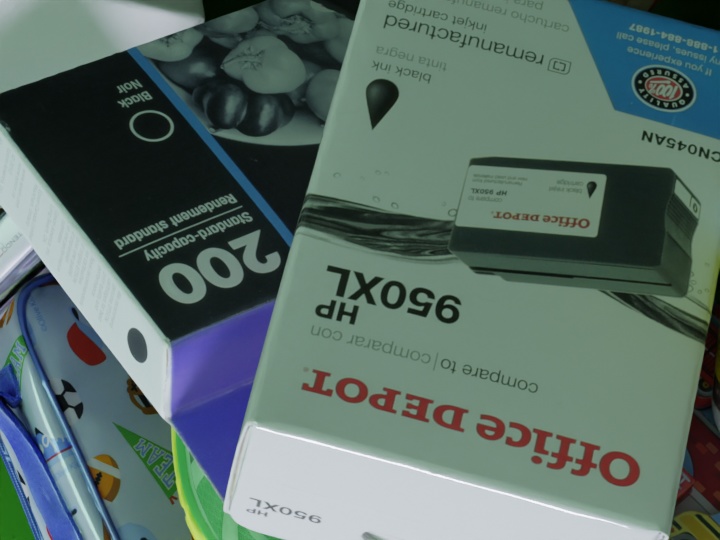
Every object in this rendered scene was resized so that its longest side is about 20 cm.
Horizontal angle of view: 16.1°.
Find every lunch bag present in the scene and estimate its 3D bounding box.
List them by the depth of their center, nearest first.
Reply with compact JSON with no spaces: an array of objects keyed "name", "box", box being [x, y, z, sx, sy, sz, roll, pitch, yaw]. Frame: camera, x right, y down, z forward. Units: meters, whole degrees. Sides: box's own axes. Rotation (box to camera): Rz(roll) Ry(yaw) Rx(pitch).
[{"name":"lunch bag","box":[-0.089,0.083,1.164,0.076,0.160,0.200,-42,70,48]}]

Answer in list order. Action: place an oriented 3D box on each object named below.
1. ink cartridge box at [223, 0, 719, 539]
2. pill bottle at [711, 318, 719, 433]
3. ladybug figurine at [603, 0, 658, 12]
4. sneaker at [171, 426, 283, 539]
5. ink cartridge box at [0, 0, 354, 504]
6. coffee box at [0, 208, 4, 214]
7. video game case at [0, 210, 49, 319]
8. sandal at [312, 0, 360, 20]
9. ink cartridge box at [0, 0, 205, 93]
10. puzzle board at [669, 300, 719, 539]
[{"name":"ink cartridge box","box":[0.047,0.003,0.886,0.084,0.145,0.200,105,179,-61]},{"name":"pill bottle","box":[0.179,-0.032,0.842,0.109,0.109,0.200,25,120,44]},{"name":"ladybug figurine","box":[0.080,-0.155,0.953,0.136,0.072,0.200,49,134,29]},{"name":"sneaker","box":[-0.039,0.050,1.040,0.084,0.074,0.200,-51,54,49]},{"name":"ink cartridge box","box":[-0.022,-0.022,1.020,0.200,0.198,0.043,51,147,27]},{"name":"coffee box","box":[-0.243,0.051,1.380,0.200,0.113,0.080,-44,68,48]},{"name":"video game case","box":[-0.160,0.000,1.162,0.023,0.200,0.182,46,114,-1]},{"name":"sandal","box":[-0.025,-0.146,1.003,0.048,0.200,0.075,-49,35,22]},{"name":"ink cartridge box","box":[-0.174,-0.165,1.150,0.145,0.147,0.200,-44,46,45]},{"name":"puzzle board","box":[0.089,0.062,0.919,0.200,0.151,0.017,45,153,15]}]
